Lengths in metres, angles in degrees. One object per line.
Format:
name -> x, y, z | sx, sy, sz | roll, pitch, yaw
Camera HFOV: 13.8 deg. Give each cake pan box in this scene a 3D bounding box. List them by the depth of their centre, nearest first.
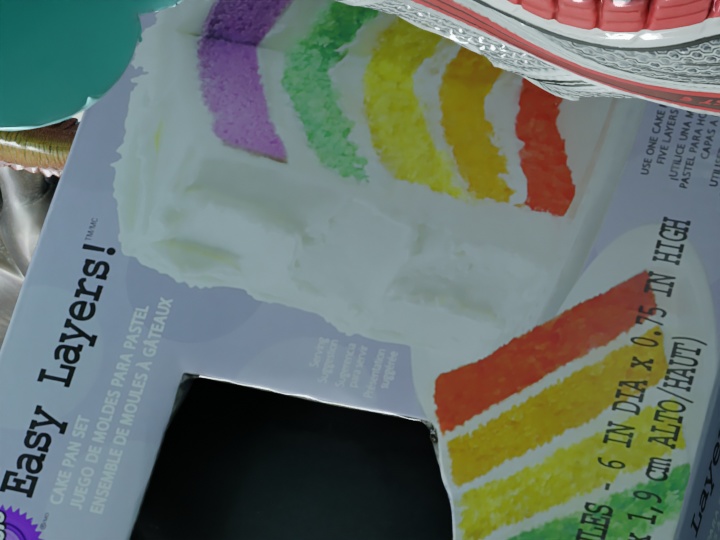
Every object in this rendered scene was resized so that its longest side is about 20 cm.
cake pan box -> 0.003, 0.026, 0.738 | 0.184, 0.200, 0.052 | 11, 161, 21

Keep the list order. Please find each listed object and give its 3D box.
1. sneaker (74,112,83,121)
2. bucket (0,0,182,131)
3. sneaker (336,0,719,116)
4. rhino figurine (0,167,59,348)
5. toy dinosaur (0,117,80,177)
sneaker -> -0.093, -0.072, 1.071 | 0.200, 0.070, 0.093 | 16, 152, 53
bucket -> -0.129, -0.126, 0.635 | 0.207, 0.207, 0.135 | 44, 174, -37
sneaker -> 0.026, -0.077, 0.679 | 0.200, 0.078, 0.082 | 26, 167, 42
rhino figurine -> -0.161, 0.001, 1.151 | 0.087, 0.060, 0.200 | 41, 137, -18
toy dinosaur -> -0.189, -0.038, 0.954 | 0.200, 0.105, 0.181 | 14, 177, -33
